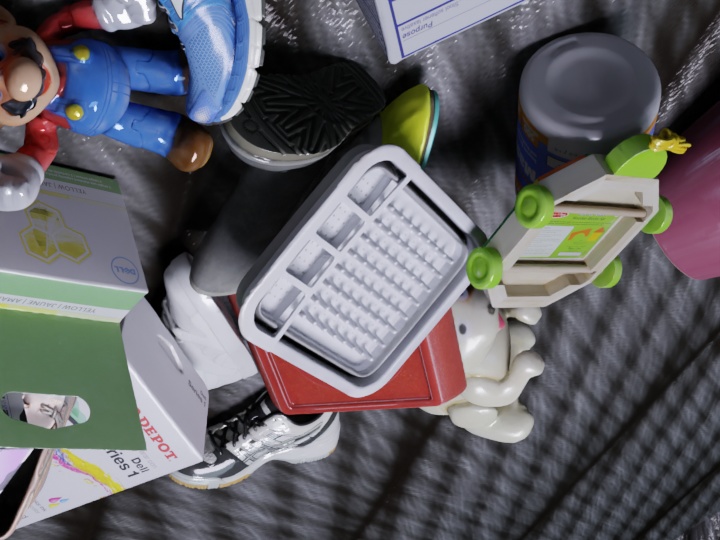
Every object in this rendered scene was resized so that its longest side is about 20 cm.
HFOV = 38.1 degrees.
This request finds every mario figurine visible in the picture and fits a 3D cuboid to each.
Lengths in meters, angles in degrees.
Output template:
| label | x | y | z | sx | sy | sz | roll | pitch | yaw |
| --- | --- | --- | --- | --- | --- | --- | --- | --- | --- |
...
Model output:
| label | x | y | z | sx | sy | sz | roll | pitch | yaw |
| --- | --- | --- | --- | --- | --- | --- | --- | --- | --- |
| mario figurine | -0.168 | -0.105 | 0.614 | 0.199 | 0.124 | 0.106 | 0 | 153 | -43 |

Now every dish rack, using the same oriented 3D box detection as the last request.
| label | x | y | z | sx | sy | sz | roll | pitch | yaw |
| --- | --- | --- | --- | --- | --- | --- | --- | --- | --- |
| dish rack | 0.000 | 0.000 | 0.789 | 0.172 | 0.044 | 0.200 | -51 | 141 | 2 |

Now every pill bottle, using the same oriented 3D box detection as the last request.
| label | x | y | z | sx | sy | sz | roll | pitch | yaw |
| --- | --- | --- | --- | --- | --- | --- | --- | --- | --- |
| pill bottle | 0.188 | -0.095 | 0.889 | 0.111 | 0.113 | 0.201 | -21 | 149 | -7 |

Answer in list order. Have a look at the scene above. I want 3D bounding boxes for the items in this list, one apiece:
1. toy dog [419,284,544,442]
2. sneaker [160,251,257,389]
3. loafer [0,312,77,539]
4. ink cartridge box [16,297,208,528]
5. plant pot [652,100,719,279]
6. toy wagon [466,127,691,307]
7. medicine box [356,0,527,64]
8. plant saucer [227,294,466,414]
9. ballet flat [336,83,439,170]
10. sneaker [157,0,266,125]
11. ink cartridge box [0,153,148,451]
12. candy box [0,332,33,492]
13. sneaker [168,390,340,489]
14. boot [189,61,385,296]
| label | x | y | z | sx | sy | sz | roll | pitch | yaw |
| --- | --- | --- | --- | --- | --- | --- | --- | --- | --- |
| toy dog | 0.098 | 0.072 | 1.080 | 0.192 | 0.141 | 0.200 | 8 | 155 | 17 |
| sneaker | -0.164 | 0.066 | 0.913 | 0.115 | 0.074 | 0.200 | -25 | 150 | -7 |
| loafer | -0.245 | 0.112 | 0.753 | 0.071 | 0.063 | 0.201 | 11 | 124 | -13 |
| ink cartridge box | -0.243 | 0.114 | 0.847 | 0.199 | 0.084 | 0.145 | -21 | 127 | 10 |
| plant pot | 0.372 | -0.084 | 0.982 | 0.199 | 0.202 | 0.179 | 10 | 151 | -44 |
| toy wagon | 0.176 | -0.042 | 0.812 | 0.154 | 0.040 | 0.200 | 0 | 139 | -38 |
| medicine box | 0.063 | -0.246 | 0.581 | 0.181 | 0.103 | 0.200 | -25 | 149 | -1 |
| plant saucer | -0.013 | 0.067 | 0.946 | 0.198 | 0.037 | 0.201 | -5 | 136 | 11 |
| ballet flat | 0.009 | -0.071 | 0.848 | 0.066 | 0.067 | 0.201 | 3 | 143 | -12 |
| sneaker | -0.101 | -0.176 | 0.592 | 0.088 | 0.079 | 0.201 | -5 | 127 | -10 |
| ink cartridge box | -0.209 | 0.016 | 0.682 | 0.145 | 0.201 | 0.048 | 12 | 136 | -45 |
| candy box | -0.305 | 0.081 | 0.709 | 0.071 | 0.201 | 0.168 | 8 | 136 | -42 |
| sneaker | -0.115 | 0.168 | 1.120 | 0.199 | 0.076 | 0.088 | -13 | 132 | -26 |
| boot | -0.079 | -0.056 | 0.765 | 0.200 | 0.073 | 0.181 | -43 | 169 | 34 |
